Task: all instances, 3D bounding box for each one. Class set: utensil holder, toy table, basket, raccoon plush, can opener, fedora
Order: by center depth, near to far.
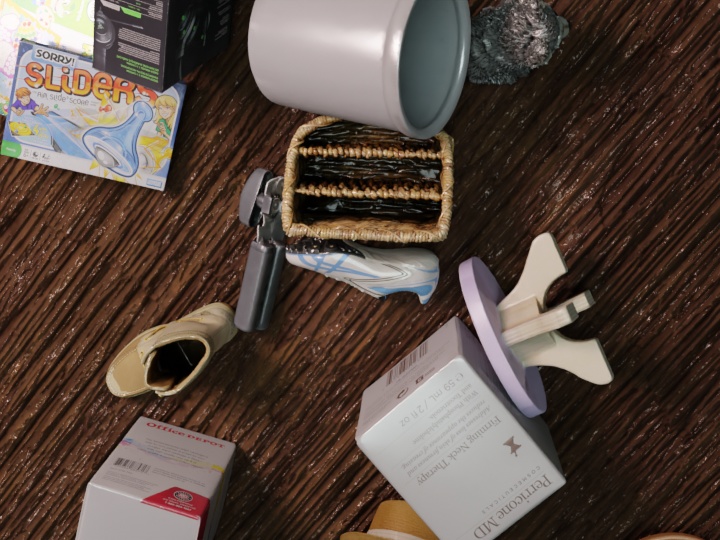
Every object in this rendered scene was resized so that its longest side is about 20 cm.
[{"bbox_3d":[-0.002,-0.248,0.994,0.197,0.169,0.174,16,104,28],"label":"utensil holder"},{"bbox_3d":[0.142,-0.244,1.031,0.198,0.134,0.098,-30,100,10],"label":"raccoon plush"},{"bbox_3d":[0.012,-0.117,1.062,0.195,0.149,0.146,4,102,5],"label":"basket"},{"bbox_3d":[0.211,0.060,1.078,0.116,0.184,0.203,-26,96,22],"label":"toy table"},{"bbox_3d":[-0.130,-0.027,1.152,0.066,0.053,0.204,23,106,33],"label":"can opener"},{"bbox_3d":[0.073,0.350,1.171,0.197,0.201,0.083,18,63,1],"label":"fedora"}]

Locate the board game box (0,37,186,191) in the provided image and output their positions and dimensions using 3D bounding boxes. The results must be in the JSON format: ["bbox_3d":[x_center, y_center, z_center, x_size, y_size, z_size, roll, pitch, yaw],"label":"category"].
[{"bbox_3d":[-0.321,-0.187,1.096,0.196,0.035,0.138,11,106,-19],"label":"board game box"}]

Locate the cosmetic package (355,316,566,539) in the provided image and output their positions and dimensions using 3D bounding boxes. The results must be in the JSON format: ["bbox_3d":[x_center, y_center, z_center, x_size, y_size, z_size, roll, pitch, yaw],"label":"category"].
[{"bbox_3d":[0.120,0.201,1.111,0.167,0.167,0.201,-40,97,11],"label":"cosmetic package"}]

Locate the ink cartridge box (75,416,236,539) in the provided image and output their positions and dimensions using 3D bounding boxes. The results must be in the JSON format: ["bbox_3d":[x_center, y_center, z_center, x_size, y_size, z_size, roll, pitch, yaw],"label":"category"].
[{"bbox_3d":[-0.257,0.304,1.147,0.142,0.200,0.148,16,105,2],"label":"ink cartridge box"}]

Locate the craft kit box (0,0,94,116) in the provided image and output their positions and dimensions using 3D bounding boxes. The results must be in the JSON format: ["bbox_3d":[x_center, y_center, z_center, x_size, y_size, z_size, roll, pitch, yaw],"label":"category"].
[{"bbox_3d":[-0.404,-0.285,1.115,0.194,0.049,0.203,21,103,-3],"label":"craft kit box"}]

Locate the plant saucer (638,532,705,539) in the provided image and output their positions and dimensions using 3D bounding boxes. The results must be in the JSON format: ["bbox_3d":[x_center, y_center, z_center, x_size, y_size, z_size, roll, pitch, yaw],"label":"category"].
[{"bbox_3d":[0.411,0.440,1.204,0.195,0.037,0.205,1,101,4],"label":"plant saucer"}]

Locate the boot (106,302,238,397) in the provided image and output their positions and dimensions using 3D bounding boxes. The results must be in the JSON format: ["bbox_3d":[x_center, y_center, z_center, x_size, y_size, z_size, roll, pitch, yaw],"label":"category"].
[{"bbox_3d":[-0.253,0.118,1.128,0.197,0.156,0.074,-26,99,9],"label":"boot"}]

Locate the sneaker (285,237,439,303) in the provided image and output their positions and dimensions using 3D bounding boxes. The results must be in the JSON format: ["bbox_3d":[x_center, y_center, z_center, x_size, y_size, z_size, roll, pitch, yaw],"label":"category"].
[{"bbox_3d":[0.000,0.000,1.129,0.195,0.072,0.074,9,110,6],"label":"sneaker"}]

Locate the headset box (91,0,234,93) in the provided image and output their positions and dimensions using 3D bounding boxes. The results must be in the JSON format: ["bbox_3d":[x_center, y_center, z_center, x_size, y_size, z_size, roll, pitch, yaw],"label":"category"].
[{"bbox_3d":[-0.210,-0.316,0.997,0.091,0.175,0.203,19,126,9],"label":"headset box"}]
